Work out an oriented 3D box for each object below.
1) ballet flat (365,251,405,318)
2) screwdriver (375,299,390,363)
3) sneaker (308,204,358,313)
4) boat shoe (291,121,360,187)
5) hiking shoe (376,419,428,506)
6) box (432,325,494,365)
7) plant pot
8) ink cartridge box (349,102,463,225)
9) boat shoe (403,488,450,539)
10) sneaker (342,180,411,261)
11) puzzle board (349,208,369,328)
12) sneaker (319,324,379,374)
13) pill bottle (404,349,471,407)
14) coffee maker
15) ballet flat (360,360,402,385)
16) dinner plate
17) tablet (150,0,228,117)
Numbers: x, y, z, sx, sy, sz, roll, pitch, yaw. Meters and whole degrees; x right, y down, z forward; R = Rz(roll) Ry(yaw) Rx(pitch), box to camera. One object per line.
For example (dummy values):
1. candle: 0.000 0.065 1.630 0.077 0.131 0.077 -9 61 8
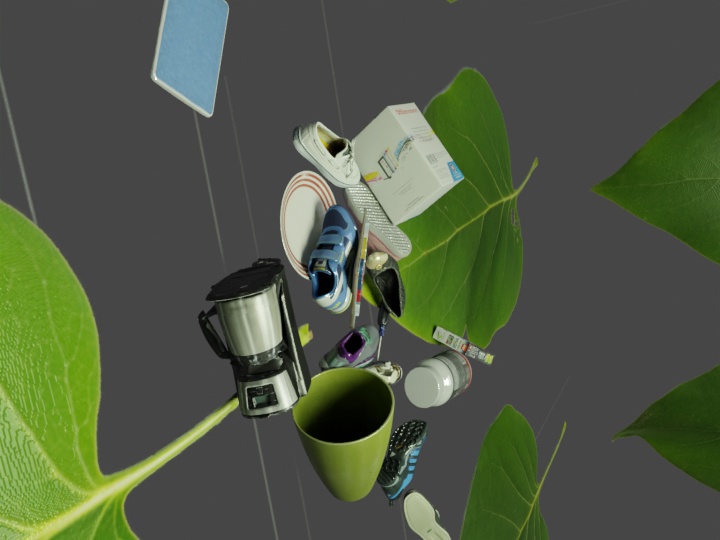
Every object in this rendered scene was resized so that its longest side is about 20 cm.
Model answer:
1. ballet flat: 0.062 0.027 1.407 0.201 0.065 0.058 60 12 -49
2. screwdriver: 0.047 0.164 1.474 0.028 0.028 0.206 49 44 -71
3. sneaker: -0.053 -0.026 1.233 0.082 0.072 0.207 14 74 -56
4. boat shoe: -0.041 -0.231 1.288 0.201 0.084 0.077 36 51 -48
5. hiking shoe: 0.097 0.429 1.507 0.200 0.073 0.089 -47 134 -40
6. box: 0.284 0.207 1.802 0.199 0.109 0.035 28 89 -56
7. plant pot: -0.024 0.319 1.213 0.188 0.182 0.205 -52 145 -49
8. ink cartridge box: 0.094 -0.231 1.412 0.203 0.144 0.146 56 31 5
9. boat shoe: 0.152 0.595 1.599 0.202 0.071 0.068 59 3 -29
10. sneaker: 0.014 -0.091 1.414 0.201 0.104 0.075 49 49 -5
11. puzzle board: 0.000 0.000 1.308 0.202 0.017 0.154 96 2 -56
12. sneaker: 0.000 0.148 1.317 0.075 0.088 0.199 45 34 6
13. pill bottle: 0.191 0.268 1.631 0.198 0.113 0.120 -7 93 -59
14. coffee maker: -0.145 0.102 1.042 0.191 0.131 0.206 -35 118 -56
15. ballet flat: 0.027 0.223 1.382 0.198 0.071 0.076 2 85 -56
16. dinner plate: -0.098 -0.084 1.250 0.199 0.024 0.207 13 75 -59
17. tablet: -0.258 -0.354 1.008 0.129 0.013 0.206 27 64 -57
